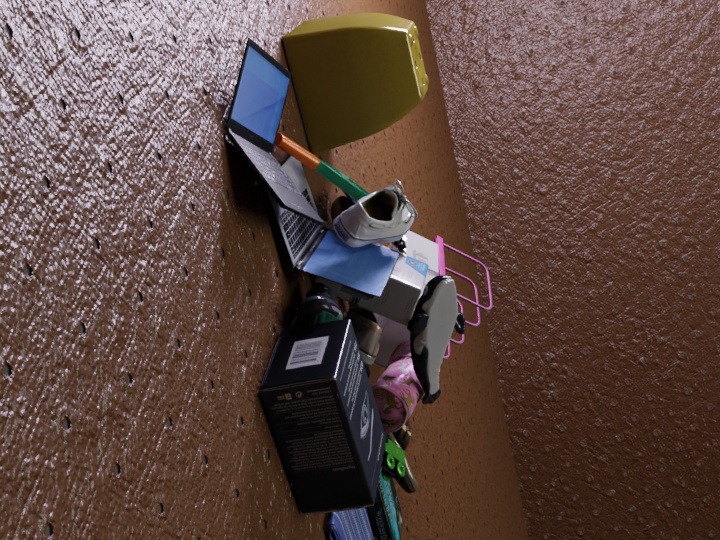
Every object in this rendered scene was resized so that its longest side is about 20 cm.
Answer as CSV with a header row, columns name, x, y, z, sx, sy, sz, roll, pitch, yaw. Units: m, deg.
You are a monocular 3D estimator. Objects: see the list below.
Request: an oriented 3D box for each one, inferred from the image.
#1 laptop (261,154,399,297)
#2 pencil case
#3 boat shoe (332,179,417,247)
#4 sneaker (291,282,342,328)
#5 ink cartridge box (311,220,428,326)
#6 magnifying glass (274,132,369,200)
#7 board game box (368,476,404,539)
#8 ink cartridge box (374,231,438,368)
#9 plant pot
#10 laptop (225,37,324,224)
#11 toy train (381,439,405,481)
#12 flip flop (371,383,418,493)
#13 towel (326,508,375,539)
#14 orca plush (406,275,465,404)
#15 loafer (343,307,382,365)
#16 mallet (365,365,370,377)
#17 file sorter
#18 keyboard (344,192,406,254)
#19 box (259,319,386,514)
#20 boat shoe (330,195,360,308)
name,x,y,z,sx,sy,sz,roll,pitch,yaw
laptop,-0.038,-0.072,1.547,0.188,0.114,0.203,-62,136,-68
pencil case,0.063,0.183,1.707,0.082,0.087,0.200,38,26,3
boat shoe,0.040,-0.093,1.569,0.075,0.086,0.201,55,30,12
sneaker,-0.065,0.052,1.511,0.200,0.073,0.089,74,-1,-72
ink cartridge box,0.000,0.000,1.658,0.116,0.197,0.067,-64,177,-68
magnifying glass,-0.054,-0.150,1.596,0.199,0.023,0.080,33,8,-40
board game box,0.027,0.333,1.701,0.135,0.028,0.203,-43,119,-79
ink cartridge box,0.068,0.050,1.868,0.082,0.147,0.202,24,40,-18
plant pot,0.006,-0.327,1.778,0.195,0.197,0.198,-66,145,-67
laptop,-0.098,-0.177,1.416,0.201,0.103,0.177,52,9,13
toy train,0.007,0.254,1.594,0.200,0.041,0.057,44,36,-40
flip flop,0.062,0.278,1.794,0.203,0.057,0.081,68,-12,-10
towel,-0.014,0.378,1.576,0.200,0.023,0.147,-72,148,-67
orca plush,0.107,0.100,1.667,0.071,0.104,0.203,25,-52,51
loafer,0.008,0.090,1.662,0.063,0.071,0.200,-59,-171,9
mallet,-0.021,0.195,1.644,0.201,0.040,0.067,-76,154,-51
file sorter,0.140,0.072,1.971,0.124,0.201,0.140,25,36,-19
keyboard,0.025,-0.083,1.721,0.127,0.021,0.200,45,5,-14
box,-0.044,0.191,1.392,0.149,0.103,0.203,-74,151,-62
boat shoe,-0.017,-0.022,1.774,0.073,0.062,0.203,-18,91,-63
